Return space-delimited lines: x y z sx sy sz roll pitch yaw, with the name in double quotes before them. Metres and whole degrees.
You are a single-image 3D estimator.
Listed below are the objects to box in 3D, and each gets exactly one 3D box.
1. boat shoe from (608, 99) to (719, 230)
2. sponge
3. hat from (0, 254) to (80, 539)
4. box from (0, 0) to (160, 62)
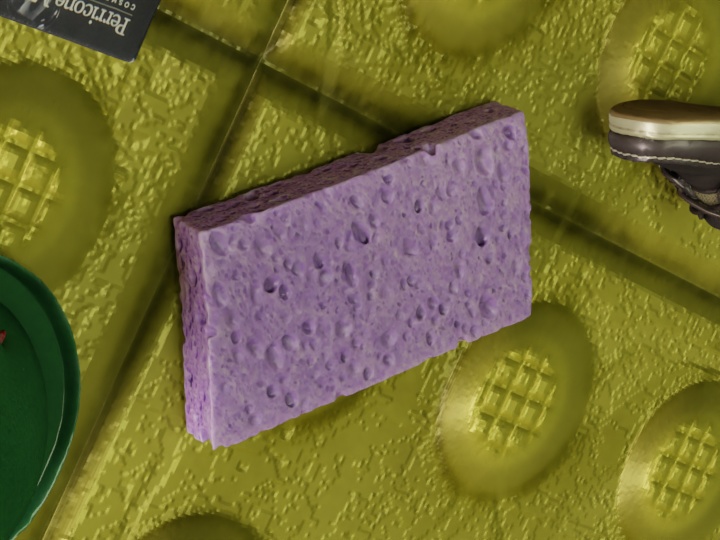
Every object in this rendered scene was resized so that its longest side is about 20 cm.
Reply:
"boat shoe" 0.202 -0.052 1.253 0.199 0.072 0.065 3 101 -48
"sponge" 0.000 0.000 1.126 0.199 0.030 0.112 -21 121 -33
"hat" -0.151 0.096 0.930 0.199 0.176 0.167 -17 118 -35
"box" -0.145 -0.198 0.855 0.199 0.104 0.183 16 102 -43
